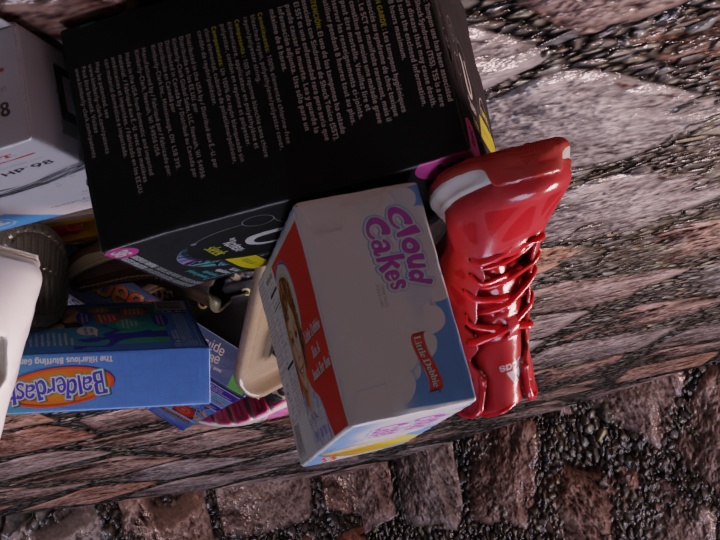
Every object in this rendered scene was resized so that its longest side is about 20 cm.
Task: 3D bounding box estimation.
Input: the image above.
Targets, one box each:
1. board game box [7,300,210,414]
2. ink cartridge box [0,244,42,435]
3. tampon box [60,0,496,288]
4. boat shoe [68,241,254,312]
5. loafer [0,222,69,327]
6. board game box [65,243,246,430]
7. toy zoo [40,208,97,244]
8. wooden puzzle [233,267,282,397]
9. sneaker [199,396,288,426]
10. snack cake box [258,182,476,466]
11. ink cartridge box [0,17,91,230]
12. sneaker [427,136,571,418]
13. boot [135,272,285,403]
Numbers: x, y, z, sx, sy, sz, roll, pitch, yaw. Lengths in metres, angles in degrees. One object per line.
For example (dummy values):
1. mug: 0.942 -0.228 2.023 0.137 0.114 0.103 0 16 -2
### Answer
1. board game box: -0.213 0.060 1.235 0.200 0.045 0.152 -2 -168 -11
2. ink cartridge box: -0.300 0.037 1.027 0.200 0.145 0.087 14 179 29
3. tampon box: -0.036 -0.081 0.955 0.200 0.126 0.150 -14 169 11
4. boat shoe: -0.117 -0.004 1.267 0.202 0.075 0.075 -15 -178 20
5. loafer: -0.268 0.000 1.180 0.070 0.075 0.200 -1 174 25
6. board game box: -0.192 0.051 1.384 0.200 0.034 0.135 34 152 -15
7. toy zoo: -0.238 -0.038 1.230 0.200 0.020 0.131 -10 169 -9
8. wooden puzzle: 0.000 0.000 1.237 0.185 0.037 0.200 -27 151 -25
9. sneaker: -0.061 0.093 1.512 0.200 0.081 0.088 -12 162 5
10. snack cake box: -0.003 0.035 0.944 0.067 0.115 0.200 -11 171 -11
11. ink cartridge box: -0.210 -0.076 0.952 0.116 0.067 0.200 -13 169 13
12. sneaker: 0.079 0.010 0.915 0.078 0.116 0.200 -16 168 -11
13. boot: -0.119 0.043 1.428 0.200 0.151 0.073 -26 -156 34
